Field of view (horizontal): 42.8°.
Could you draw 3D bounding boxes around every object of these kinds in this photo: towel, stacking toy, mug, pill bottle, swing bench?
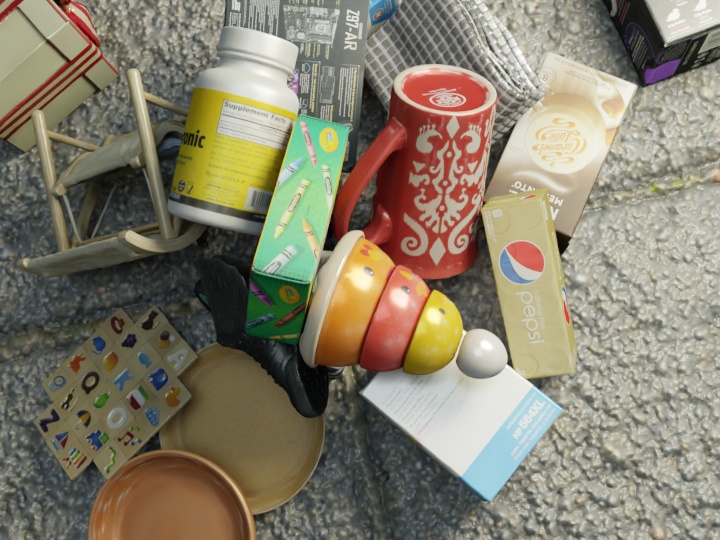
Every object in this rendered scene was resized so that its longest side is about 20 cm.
[{"bbox_3d":[0.095,-0.230,1.064,0.086,0.166,0.200,-21,74,-43],"label":"towel"},{"bbox_3d":[0.052,0.056,0.918,0.200,0.146,0.146,19,80,6],"label":"stacking toy"},{"bbox_3d":[0.068,-0.098,0.980,0.133,0.200,0.178,24,42,20],"label":"mug"},{"bbox_3d":[-0.126,-0.144,0.956,0.111,0.111,0.200,15,93,8],"label":"pill bottle"},{"bbox_3d":[-0.277,-0.095,1.052,0.199,0.130,0.200,-9,76,37],"label":"swing bench"}]

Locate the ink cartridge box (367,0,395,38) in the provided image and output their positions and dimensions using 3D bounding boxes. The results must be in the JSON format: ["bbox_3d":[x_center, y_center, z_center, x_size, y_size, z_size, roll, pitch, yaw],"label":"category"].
[{"bbox_3d":[-0.053,-0.275,1.117,0.200,0.116,0.067,-39,78,-4],"label":"ink cartridge box"}]

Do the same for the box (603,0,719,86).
[{"bbox_3d":[0.357,-0.344,1.093,0.106,0.122,0.200,-21,77,1],"label":"box"}]

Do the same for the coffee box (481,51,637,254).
[{"bbox_3d":[0.231,-0.137,1.081,0.114,0.080,0.200,23,81,9],"label":"coffee box"}]

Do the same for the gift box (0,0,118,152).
[{"bbox_3d":[-0.432,-0.291,1.120,0.187,0.185,0.200,-41,84,-2],"label":"gift box"}]

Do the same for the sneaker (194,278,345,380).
[{"bbox_3d":[-0.094,0.047,1.083,0.200,0.074,0.088,30,69,0],"label":"sneaker"}]

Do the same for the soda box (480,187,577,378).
[{"bbox_3d":[0.189,0.016,1.014,0.068,0.064,0.200,-9,102,19],"label":"soda box"}]

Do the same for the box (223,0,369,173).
[{"bbox_3d":[-0.077,-0.215,1.030,0.160,0.044,0.200,4,97,-5],"label":"box"}]

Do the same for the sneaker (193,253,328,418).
[{"bbox_3d":[-0.109,0.070,1.001,0.104,0.060,0.200,-16,92,28],"label":"sneaker"}]

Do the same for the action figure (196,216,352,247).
[{"bbox_3d":[-0.109,-0.075,1.080,0.200,0.119,0.102,3,116,13],"label":"action figure"}]

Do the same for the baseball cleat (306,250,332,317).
[{"bbox_3d":[0.000,0.000,1.050,0.200,0.070,0.106,-39,88,-28],"label":"baseball cleat"}]

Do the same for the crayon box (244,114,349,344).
[{"bbox_3d":[-0.063,-0.042,0.925,0.058,0.119,0.200,13,55,-2],"label":"crayon box"}]

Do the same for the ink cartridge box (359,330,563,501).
[{"bbox_3d":[0.098,0.140,1.007,0.200,0.129,0.125,40,83,12],"label":"ink cartridge box"}]

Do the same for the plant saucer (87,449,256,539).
[{"bbox_3d":[-0.209,0.301,1.032,0.200,0.037,0.201,-1,87,13],"label":"plant saucer"}]

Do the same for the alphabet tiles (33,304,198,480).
[{"bbox_3d":[-0.288,0.140,1.076,0.200,0.006,0.166,-45,58,-5],"label":"alphabet tiles"}]

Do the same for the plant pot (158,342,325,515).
[{"bbox_3d":[-0.135,0.179,1.059,0.200,0.027,0.200,-1,84,12],"label":"plant pot"}]
